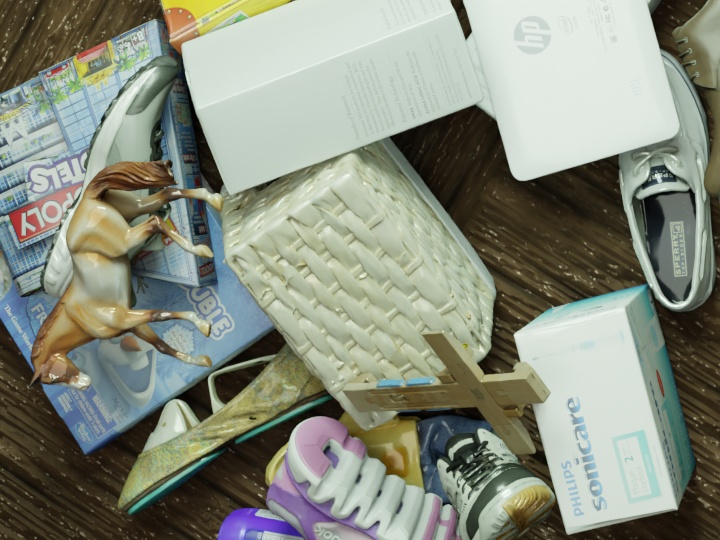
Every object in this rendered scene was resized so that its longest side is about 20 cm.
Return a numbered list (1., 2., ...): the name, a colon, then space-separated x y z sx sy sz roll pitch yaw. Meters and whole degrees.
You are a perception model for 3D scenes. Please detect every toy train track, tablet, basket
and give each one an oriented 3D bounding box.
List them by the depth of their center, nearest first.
1. toy train track: 0.062 0.077 1.576 0.199 0.033 0.115 -8 126 51
2. tablet: 0.146 -0.178 1.648 0.129 0.014 0.202 -16 90 14
3. basket: 0.000 0.000 1.677 0.135 0.124 0.200 -33 112 14

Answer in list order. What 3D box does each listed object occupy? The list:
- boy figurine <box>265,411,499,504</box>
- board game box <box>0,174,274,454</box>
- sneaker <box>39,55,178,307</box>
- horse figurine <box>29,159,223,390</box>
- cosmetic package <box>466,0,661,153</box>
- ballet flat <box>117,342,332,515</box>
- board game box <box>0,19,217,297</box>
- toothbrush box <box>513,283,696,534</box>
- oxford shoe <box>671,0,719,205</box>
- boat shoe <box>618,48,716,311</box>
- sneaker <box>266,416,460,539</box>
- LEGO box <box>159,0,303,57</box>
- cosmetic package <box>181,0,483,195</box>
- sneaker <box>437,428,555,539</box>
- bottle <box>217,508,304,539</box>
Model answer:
1. boy figurine: 0.021 0.145 1.750 0.198 0.064 0.125 -1 100 11
2. board game box: -0.190 0.009 1.799 0.198 0.043 0.201 -34 86 12
3. sneaker: -0.170 -0.064 1.675 0.079 0.074 0.201 21 104 0
4. horse figurine: -0.169 -0.001 1.627 0.131 0.050 0.201 9 118 5
5. cosmetic package: 0.159 -0.196 1.687 0.101 0.074 0.201 37 100 8
6. ballet flat: -0.116 0.118 1.780 0.199 0.071 0.071 -31 87 8
7. board game box: -0.199 -0.061 1.743 0.199 0.062 0.201 -23 88 12
8. toothbrush box: 0.181 0.096 1.638 0.085 0.200 0.148 -15 90 14
9. oxford shoe: 0.270 -0.146 1.668 0.084 0.073 0.202 8 84 15
10. boat shoe: 0.229 -0.068 1.682 0.073 0.065 0.202 -14 91 14
11. sneaker: 0.009 0.200 1.702 0.200 0.081 0.088 40 126 -6
12. LEGO box: -0.060 -0.256 1.698 0.199 0.077 0.150 -27 58 14
13. cosmetic package: -0.023 -0.143 1.626 0.199 0.113 0.082 -21 122 4
14. sneaker: 0.086 0.156 1.607 0.075 0.200 0.088 -36 82 -4
15. bottle: -0.015 0.241 1.764 0.198 0.065 0.084 9 102 12
